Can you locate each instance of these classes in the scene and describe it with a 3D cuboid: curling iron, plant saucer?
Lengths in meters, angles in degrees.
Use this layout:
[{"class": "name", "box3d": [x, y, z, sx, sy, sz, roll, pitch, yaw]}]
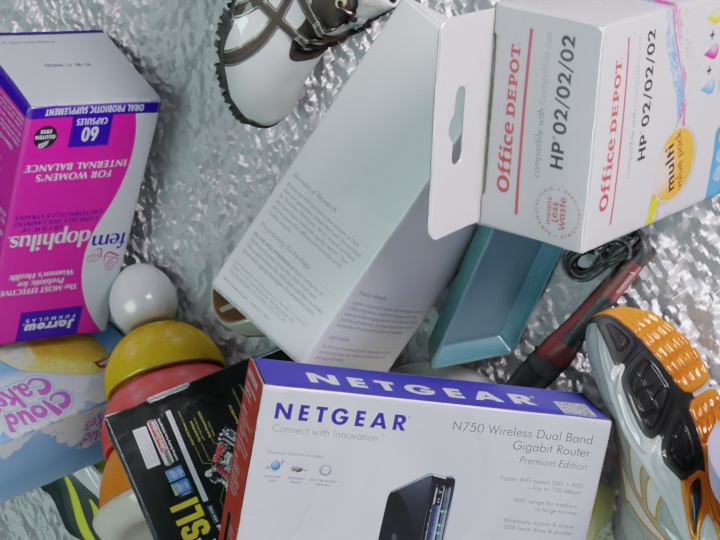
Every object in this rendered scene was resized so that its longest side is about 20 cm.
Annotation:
[{"class": "curling iron", "box3d": [0.107, 0.043, 1.045, 0.050, 0.026, 0.200, 36, 119, 11]}, {"class": "plant saucer", "box3d": [0.095, -0.027, 1.020, 0.019, 0.070, 0.200, 50, 132, 34]}]

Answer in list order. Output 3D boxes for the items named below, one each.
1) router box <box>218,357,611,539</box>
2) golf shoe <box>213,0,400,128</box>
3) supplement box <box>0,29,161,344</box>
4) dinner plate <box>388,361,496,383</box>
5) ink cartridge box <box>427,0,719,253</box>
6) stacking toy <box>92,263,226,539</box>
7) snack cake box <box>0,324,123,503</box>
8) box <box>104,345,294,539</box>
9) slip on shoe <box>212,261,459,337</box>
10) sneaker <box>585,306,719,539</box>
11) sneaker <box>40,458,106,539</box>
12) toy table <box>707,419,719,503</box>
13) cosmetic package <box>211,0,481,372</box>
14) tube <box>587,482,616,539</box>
[{"class": "router box", "box3d": [0.022, 0.149, 0.984, 0.049, 0.200, 0.180, -128, 46, -70]}, {"class": "golf shoe", "box3d": [-0.026, -0.161, 1.075, 0.094, 0.078, 0.200, 37, 127, 26]}, {"class": "supplement box", "box3d": [-0.225, -0.058, 1.256, 0.103, 0.101, 0.200, 48, 133, 39]}, {"class": "dinner plate", "box3d": [0.039, 0.158, 1.122, 0.200, 0.024, 0.200, -4, 84, 37]}, {"class": "ink cartridge box", "box3d": [0.121, -0.081, 0.887, 0.068, 0.200, 0.115, 18, 116, 36]}, {"class": "stacking toy", "box3d": [-0.132, 0.086, 1.245, 0.146, 0.146, 0.200, -37, 60, 42]}, {"class": "snack cake box", "box3d": [-0.253, 0.096, 1.278, 0.115, 0.200, 0.067, 38, 126, 26]}, {"class": "box", "box3d": [-0.046, 0.150, 1.082, 0.200, 0.160, 0.049, 62, 167, 21]}, {"class": "slip on shoe", "box3d": [0.000, 0.000, 1.123, 0.200, 0.061, 0.076, -23, 58, 27]}, {"class": "sneaker", "box3d": [0.166, 0.120, 1.005, 0.092, 0.076, 0.200, -30, 83, 48]}, {"class": "sneaker", "box3d": [-0.176, 0.185, 1.339, 0.200, 0.074, 0.085, 49, 137, 30]}, {"class": "toy table", "box3d": [0.260, 0.073, 0.846, 0.200, 0.184, 0.117, 10, 128, 26]}, {"class": "cosmetic package", "box3d": [0.020, -0.044, 1.009, 0.085, 0.108, 0.200, 40, 103, 26]}, {"class": "tube", "box3d": [0.072, 0.125, 1.048, 0.200, 0.052, 0.058, 29, 140, -4]}]
